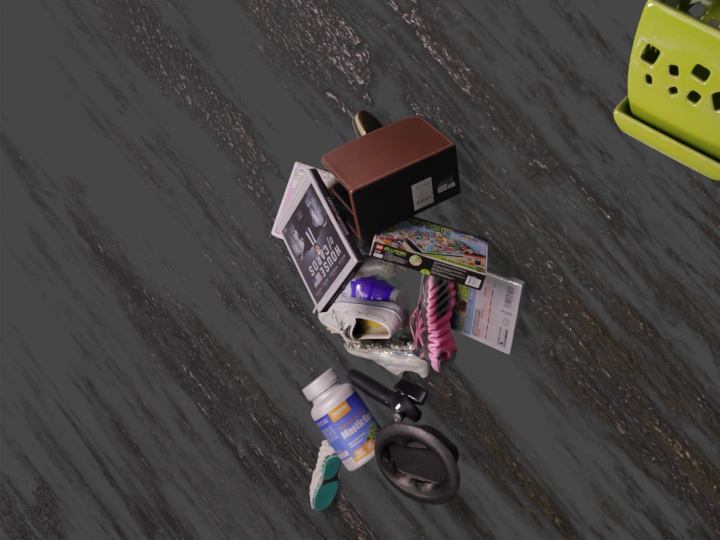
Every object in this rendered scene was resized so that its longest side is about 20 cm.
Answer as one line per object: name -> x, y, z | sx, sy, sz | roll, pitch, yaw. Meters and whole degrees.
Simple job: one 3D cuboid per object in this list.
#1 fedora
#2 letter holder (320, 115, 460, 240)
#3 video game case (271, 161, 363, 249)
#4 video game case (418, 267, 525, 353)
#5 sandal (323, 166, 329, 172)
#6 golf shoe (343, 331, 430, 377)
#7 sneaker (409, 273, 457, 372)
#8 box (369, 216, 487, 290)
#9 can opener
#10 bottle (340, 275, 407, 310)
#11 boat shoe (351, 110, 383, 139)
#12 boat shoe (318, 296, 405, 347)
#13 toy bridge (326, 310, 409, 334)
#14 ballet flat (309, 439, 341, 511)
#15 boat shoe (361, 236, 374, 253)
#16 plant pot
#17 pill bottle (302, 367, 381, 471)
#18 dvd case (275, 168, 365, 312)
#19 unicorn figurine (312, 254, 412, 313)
fedora -> 0.128, 0.375, 1.661 | 0.198, 0.091, 0.204 | 16, 121, 29
letter holder -> 0.048, -0.164, 1.385 | 0.142, 0.197, 0.102 | 50, 160, 46
video game case -> -0.066, -0.104, 1.486 | 0.198, 0.018, 0.146 | 22, 93, 34
video game case -> 0.197, 0.051, 1.483 | 0.197, 0.018, 0.146 | 23, 125, 29
sandal -> -0.067, -0.121, 1.584 | 0.082, 0.054, 0.202 | 43, 145, 20
golf shoe -> 0.053, 0.175, 1.637 | 0.197, 0.078, 0.099 | 3, 119, 39
sneaker -> 0.122, 0.085, 1.496 | 0.095, 0.078, 0.204 | 21, 123, 44
box -> 0.119, -0.039, 1.394 | 0.196, 0.111, 0.035 | 17, 127, -2
can opener -> 0.051, 0.257, 1.692 | 0.198, 0.079, 0.064 | 18, 145, 39
bottle -> 0.000, 0.044, 1.617 | 0.197, 0.065, 0.085 | 11, 117, 35
boat shoe -> 0.036, -0.187, 1.468 | 0.065, 0.072, 0.203 | -28, 97, 38
boat shoe -> -0.013, 0.107, 1.561 | 0.199, 0.086, 0.076 | 3, 128, 35
toy bridge -> 0.005, 0.113, 1.647 | 0.197, 0.067, 0.028 | -7, 108, 41
ballet flat -> -0.082, 0.473, 1.912 | 0.071, 0.071, 0.203 | 31, 126, 23
boat shoe -> 0.016, -0.131, 1.527 | 0.061, 0.072, 0.204 | -9, 112, 17
plant pot -> 0.444, -0.244, 1.028 | 0.197, 0.199, 0.184 | 33, 136, 21
pill bottle -> -0.037, 0.316, 1.751 | 0.112, 0.112, 0.202 | -37, 87, 43
dvd case -> -0.074, -0.052, 1.426 | 0.151, 0.024, 0.202 | -52, 56, 41
unicorn figurine -> 0.000, 0.000, 1.513 | 0.197, 0.137, 0.075 | -25, 87, 9
